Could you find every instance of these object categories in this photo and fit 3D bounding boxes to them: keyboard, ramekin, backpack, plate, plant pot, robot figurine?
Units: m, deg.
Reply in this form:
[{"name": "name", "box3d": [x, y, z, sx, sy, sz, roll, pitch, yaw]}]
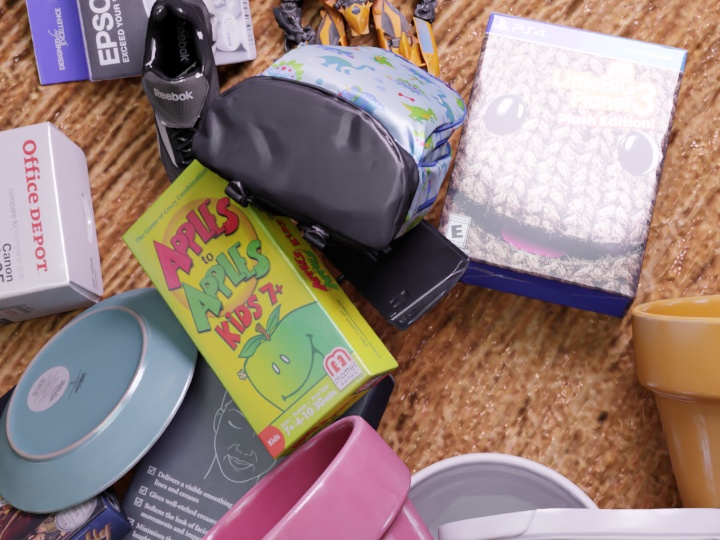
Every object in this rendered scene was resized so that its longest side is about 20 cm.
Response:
[{"name": "keyboard", "box3d": [0.000, 0.000, 0.934, 0.127, 0.200, 0.021, -36, 118, -4]}, {"name": "ramekin", "box3d": [0.096, 0.239, 0.899, 0.199, 0.105, 0.202, -1, 78, 5]}, {"name": "backpack", "box3d": [-0.003, -0.093, 0.880, 0.162, 0.200, 0.155, 27, 94, 17]}, {"name": "plate", "box3d": [-0.209, 0.089, 0.917, 0.199, 0.026, 0.201, -22, 43, 22]}, {"name": "plant pot", "box3d": [-0.014, 0.224, 0.773, 0.200, 0.200, 0.179, -44, 94, -4]}, {"name": "robot figurine", "box3d": [0.003, -0.195, 1.024, 0.144, 0.058, 0.201, -12, 78, 2]}, {"name": "plant pot", "box3d": [0.301, 0.115, 0.870, 0.199, 0.200, 0.185, -3, 93, 5]}]

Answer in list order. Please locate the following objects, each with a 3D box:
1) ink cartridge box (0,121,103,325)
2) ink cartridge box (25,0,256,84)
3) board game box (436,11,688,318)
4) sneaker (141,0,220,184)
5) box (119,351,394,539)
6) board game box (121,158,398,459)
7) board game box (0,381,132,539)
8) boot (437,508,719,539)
[{"name": "ink cartridge box", "box3d": [-0.330, -0.030, 1.013, 0.199, 0.083, 0.148, -12, 77, 4]}, {"name": "ink cartridge box", "box3d": [-0.201, -0.267, 1.035, 0.198, 0.043, 0.200, -7, 102, 5]}, {"name": "board game box", "box3d": [0.157, -0.082, 0.964, 0.158, 0.097, 0.201, 12, 80, 8]}, {"name": "sneaker", "box3d": [-0.144, -0.134, 0.989, 0.066, 0.091, 0.202, -5, 100, 6]}, {"name": "box", "box3d": [-0.080, 0.145, 0.937, 0.148, 0.107, 0.201, 21, 82, 11]}, {"name": "board game box", "box3d": [-0.075, 0.021, 0.864, 0.102, 0.048, 0.200, -42, 76, 23]}, {"name": "board game box", "box3d": [-0.263, 0.174, 0.928, 0.135, 0.035, 0.200, -41, 38, -3]}, {"name": "boot", "box3d": [0.152, 0.211, 0.807, 0.198, 0.074, 0.096, -3, 72, 5]}]
